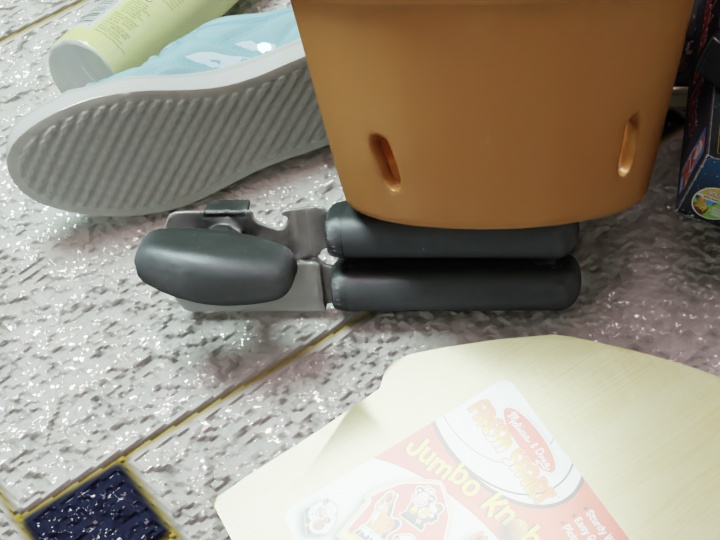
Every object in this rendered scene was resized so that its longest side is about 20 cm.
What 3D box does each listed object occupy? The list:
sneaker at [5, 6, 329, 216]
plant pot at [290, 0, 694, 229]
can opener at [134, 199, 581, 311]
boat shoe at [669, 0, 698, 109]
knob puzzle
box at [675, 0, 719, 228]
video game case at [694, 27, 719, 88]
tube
[{"bbox_3d":[-0.086,-0.086,0.874,0.198,0.075,0.082,-14,34,-14],"label":"sneaker"},{"bbox_3d":[0.057,-0.101,0.750,0.198,0.142,0.200,-1,15,0],"label":"plant pot"},{"bbox_3d":[0.000,0.000,0.771,0.198,0.053,0.067,-2,29,7],"label":"can opener"},{"bbox_3d":[0.134,-0.124,0.857,0.198,0.065,0.072,-4,40,4],"label":"boat shoe"},{"bbox_3d":[0.064,0.105,0.659,0.217,0.031,0.221,-10,48,12],"label":"knob puzzle"},{"bbox_3d":[0.221,-0.086,0.785,0.135,0.038,0.201,18,48,-2],"label":"box"},{"bbox_3d":[0.269,-0.094,0.764,0.180,0.026,0.200,36,50,12],"label":"video game case"},{"bbox_3d":[-0.096,-0.160,0.965,0.058,0.052,0.200,43,52,-6],"label":"tube"}]
